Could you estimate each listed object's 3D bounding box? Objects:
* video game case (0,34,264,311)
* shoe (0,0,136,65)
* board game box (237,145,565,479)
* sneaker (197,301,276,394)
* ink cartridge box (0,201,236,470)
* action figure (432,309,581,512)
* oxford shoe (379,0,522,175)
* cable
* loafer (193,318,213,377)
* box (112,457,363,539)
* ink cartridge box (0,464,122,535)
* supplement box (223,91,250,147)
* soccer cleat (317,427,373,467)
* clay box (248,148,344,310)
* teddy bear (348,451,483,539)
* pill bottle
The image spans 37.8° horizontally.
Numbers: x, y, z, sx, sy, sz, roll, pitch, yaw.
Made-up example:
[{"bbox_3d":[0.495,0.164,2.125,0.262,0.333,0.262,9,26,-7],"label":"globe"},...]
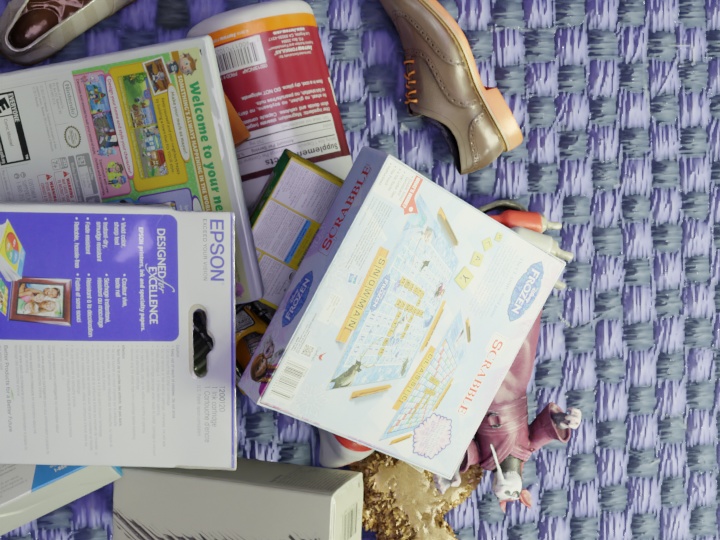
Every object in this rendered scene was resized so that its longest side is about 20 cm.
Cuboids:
[{"bbox_3d":[-0.180,-0.059,0.787,0.181,0.022,0.201,-10,101,3],"label":"video game case"},{"bbox_3d":[-0.229,-0.249,0.895,0.200,0.053,0.070,-45,99,-5],"label":"shoe"},{"bbox_3d":[0.037,0.039,0.801,0.199,0.041,0.201,28,91,-34],"label":"board game box"},{"bbox_3d":[-0.106,0.028,0.914,0.078,0.082,0.201,-31,96,-7],"label":"sneaker"},{"bbox_3d":[-0.188,0.048,0.775,0.199,0.043,0.199,2,102,1],"label":"ink cartridge box"},{"bbox_3d":[0.114,0.120,0.938,0.133,0.149,0.201,-9,101,-5],"label":"action figure"},{"bbox_3d":[0.065,-0.178,0.943,0.073,0.071,0.200,-36,98,-2],"label":"oxford shoe"},{"bbox_3d":[0.094,-0.043,0.938,0.199,0.050,0.097,17,52,-18],"label":"cable"},{"bbox_3d":[-0.187,0.055,0.871,0.200,0.070,0.075,51,49,-10],"label":"loafer"},{"bbox_3d":[-0.103,0.199,0.882,0.199,0.082,0.069,3,94,19],"label":"box"},{"bbox_3d":[-0.290,0.100,0.869,0.116,0.067,0.201,-24,67,-8],"label":"ink cartridge box"},{"bbox_3d":[-0.190,-0.081,0.857,0.200,0.069,0.067,-29,99,24],"label":"supplement box"},{"bbox_3d":[-0.027,0.075,0.921,0.068,0.085,0.201,4,56,-30],"label":"soccer cleat"},{"bbox_3d":[0.000,0.000,0.853,0.199,0.048,0.115,28,97,-17],"label":"clay box"},{"bbox_3d":[0.036,0.191,0.963,0.145,0.067,0.200,-33,91,-16],"label":"teddy bear"},{"bbox_3d":[-0.071,-0.119,0.899,0.112,0.113,0.201,-15,95,-9],"label":"pill bottle"}]
